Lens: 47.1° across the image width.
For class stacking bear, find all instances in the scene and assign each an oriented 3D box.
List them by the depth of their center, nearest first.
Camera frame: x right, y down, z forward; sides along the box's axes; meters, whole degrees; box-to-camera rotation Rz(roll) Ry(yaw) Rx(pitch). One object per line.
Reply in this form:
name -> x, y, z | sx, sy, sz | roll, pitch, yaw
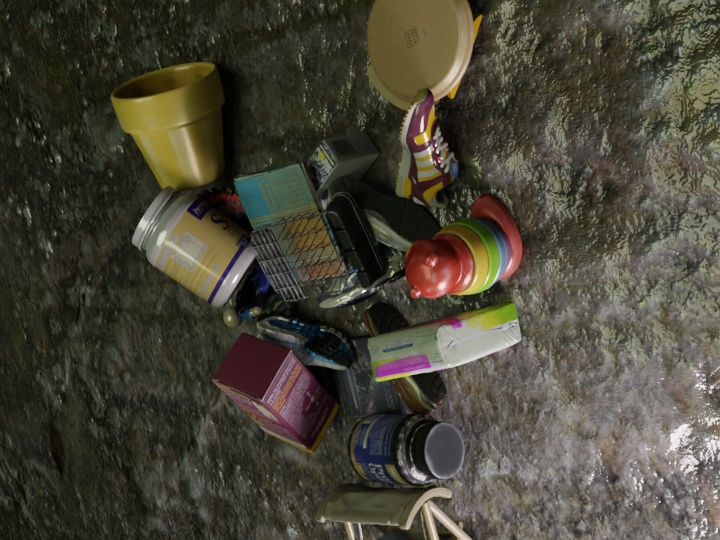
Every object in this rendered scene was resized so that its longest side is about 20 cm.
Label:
stacking bear -> 0.134, -0.017, 1.158 | 0.114, 0.198, 0.123 | 46, 128, 20

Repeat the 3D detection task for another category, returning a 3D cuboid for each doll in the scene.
doll -> -0.194, 0.027, 1.533 | 0.202, 0.048, 0.138 | -55, 27, 23

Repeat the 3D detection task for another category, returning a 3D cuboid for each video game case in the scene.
video game case -> -0.012, 0.192, 1.475 | 0.197, 0.019, 0.146 | -11, 96, 42

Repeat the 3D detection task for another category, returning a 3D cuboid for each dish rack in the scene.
dish rack -> -0.075, -0.028, 1.304 | 0.196, 0.055, 0.156 | -11, 115, 32

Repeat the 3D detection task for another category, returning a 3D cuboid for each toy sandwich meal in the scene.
toy sandwich meal -> 0.091, -0.332, 1.197 | 0.202, 0.070, 0.211 | 11, 108, 36

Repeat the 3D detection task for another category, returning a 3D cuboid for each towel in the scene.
towel -> -0.114, -0.074, 1.338 | 0.144, 0.022, 0.203 | -7, 119, 30

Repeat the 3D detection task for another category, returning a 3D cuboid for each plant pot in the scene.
plant pot -> -0.334, -0.259, 1.520 | 0.198, 0.200, 0.193 | 10, 125, 38

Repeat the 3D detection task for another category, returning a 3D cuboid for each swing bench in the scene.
swing bench -> 0.065, 0.433, 1.363 | 0.196, 0.130, 0.203 | -9, 118, 41

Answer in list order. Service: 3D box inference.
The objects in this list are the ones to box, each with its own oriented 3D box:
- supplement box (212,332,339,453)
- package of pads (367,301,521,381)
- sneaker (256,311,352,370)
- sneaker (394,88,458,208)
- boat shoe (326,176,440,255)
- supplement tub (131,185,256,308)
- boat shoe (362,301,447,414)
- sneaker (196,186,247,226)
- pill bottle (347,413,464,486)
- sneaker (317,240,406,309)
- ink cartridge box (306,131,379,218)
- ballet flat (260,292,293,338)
supplement box -> -0.145, 0.217, 1.454 | 0.129, 0.104, 0.201 | 15, 153, 37
package of pads -> 0.121, 0.104, 1.206 | 0.153, 0.198, 0.070 | -18, 85, 43
sneaker -> -0.097, 0.143, 1.475 | 0.197, 0.075, 0.088 | 20, 126, 27
sneaker -> 0.105, -0.175, 1.201 | 0.088, 0.076, 0.202 | 20, 146, 13
boat shoe -> 0.037, -0.076, 1.298 | 0.198, 0.075, 0.065 | 25, 146, 5
supplement tub -> -0.293, -0.043, 1.480 | 0.198, 0.146, 0.146 | 34, 128, -5
boat shoe -> 0.061, 0.152, 1.361 | 0.074, 0.075, 0.202 | -44, 73, 43
sneaker -> -0.240, -0.111, 1.553 | 0.197, 0.070, 0.100 | -7, 105, 39
pill bottle -> 0.074, 0.290, 1.342 | 0.198, 0.110, 0.114 | -15, 93, 54
sneaker -> 0.000, 0.000, 1.378 | 0.198, 0.077, 0.088 | -31, 76, 33
ink cartridge box -> -0.063, -0.138, 1.359 | 0.051, 0.108, 0.200 | 54, 131, 14
ballet flat -> -0.156, 0.145, 1.556 | 0.073, 0.074, 0.205 | 19, 116, 36
